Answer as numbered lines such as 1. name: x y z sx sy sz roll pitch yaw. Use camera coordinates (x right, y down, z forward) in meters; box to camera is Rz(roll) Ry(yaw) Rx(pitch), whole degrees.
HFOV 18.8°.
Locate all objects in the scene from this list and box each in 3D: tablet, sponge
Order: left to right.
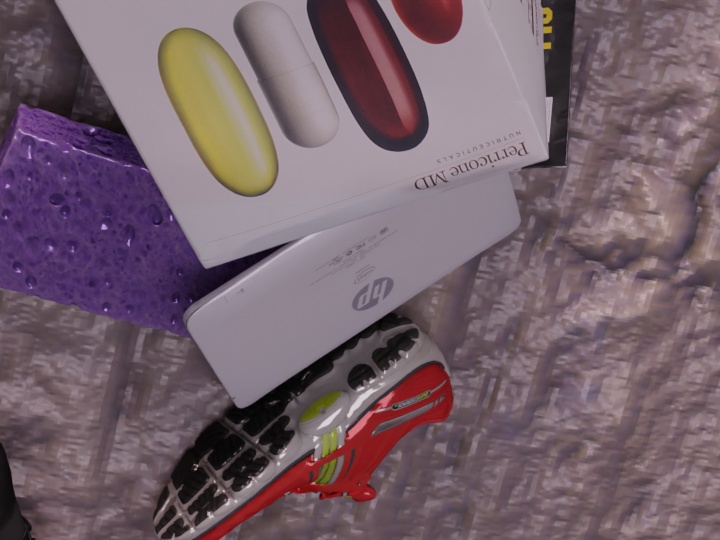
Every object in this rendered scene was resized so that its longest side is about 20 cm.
1. sponge: -0.116 -0.019 1.209 0.199 0.030 0.112 16 129 -20
2. tablet: 0.000 0.000 1.224 0.199 0.014 0.130 -33 152 -4

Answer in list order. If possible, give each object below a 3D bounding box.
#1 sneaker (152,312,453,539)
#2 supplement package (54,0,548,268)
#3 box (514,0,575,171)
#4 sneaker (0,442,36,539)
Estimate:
1. sneaker: -0.028 0.113 1.283 0.200 0.077 0.085 -35 120 0
2. supplement package: -0.029 -0.142 1.067 0.190 0.147 0.201 -18 123 15
3. box: 0.039 -0.152 1.214 0.159 0.049 0.201 -6 111 -16
4. sneaker: -0.203 0.180 1.269 0.090 0.070 0.201 -7 113 -29
